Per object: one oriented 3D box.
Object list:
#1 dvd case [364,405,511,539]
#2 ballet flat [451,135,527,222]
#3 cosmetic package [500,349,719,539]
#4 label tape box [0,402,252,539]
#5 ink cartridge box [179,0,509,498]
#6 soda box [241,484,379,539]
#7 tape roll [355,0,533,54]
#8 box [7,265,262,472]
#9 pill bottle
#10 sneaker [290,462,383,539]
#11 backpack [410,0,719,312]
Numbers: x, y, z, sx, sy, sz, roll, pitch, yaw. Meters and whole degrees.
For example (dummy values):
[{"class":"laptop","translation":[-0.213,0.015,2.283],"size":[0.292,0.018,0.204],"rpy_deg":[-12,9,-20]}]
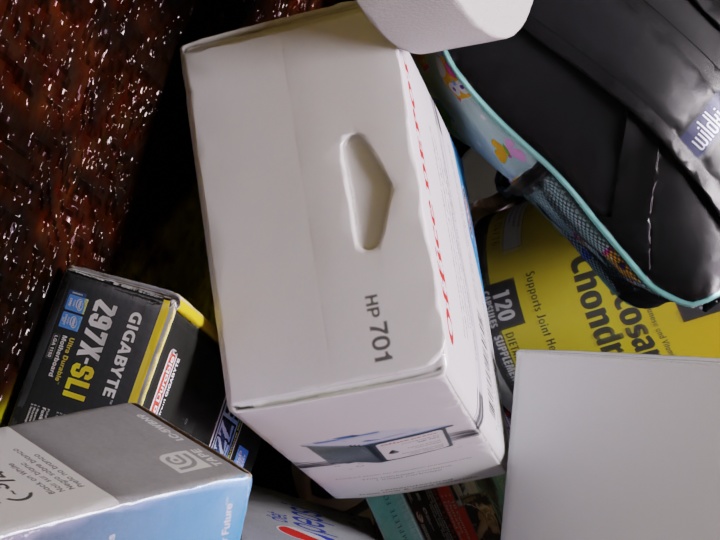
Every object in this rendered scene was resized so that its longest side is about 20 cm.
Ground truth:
[{"class":"dvd case","translation":[0.064,0.130,1.044],"size":[0.146,0.022,0.200],"rpy_deg":[65,22,11]},{"class":"ballet flat","translation":[0.066,-0.057,1.157],"size":[0.200,0.074,0.074],"rpy_deg":[112,1,-69]},{"class":"cosmetic package","translation":[0.151,0.143,0.973],"size":[0.199,0.123,0.200],"rpy_deg":[15,80,-61]},{"class":"label tape box","translation":[-0.133,0.127,0.629],"size":[0.200,0.063,0.144],"rpy_deg":[-10,119,-45]},{"class":"ink cartridge box","translation":[0.000,0.000,0.875],"size":[0.200,0.086,0.147],"rpy_deg":[51,29,-71]},{"class":"soda box","translation":[-0.030,0.139,0.943],"size":[0.200,0.068,0.064],"rpy_deg":[-156,-98,-86]},{"class":"tape roll","translation":[0.019,-0.179,0.792],"size":[0.203,0.037,0.203],"rpy_deg":[-9,90,-71]},{"class":"box","translation":[-0.098,0.114,0.814],"size":[0.160,0.049,0.200],"rpy_deg":[57,51,-74]},{"class":"pill bottle","translation":[0.157,-0.001,1.101],"size":[0.112,0.200,0.112],"rpy_deg":[47,32,-44]},{"class":"sneaker","translation":[0.013,0.114,1.103],"size":[0.075,0.084,0.200],"rpy_deg":[-51,160,-38]},{"class":"backpack","translation":[0.116,-0.101,0.982],"size":[0.176,0.200,0.153],"rpy_deg":[-48,-167,-6]}]
